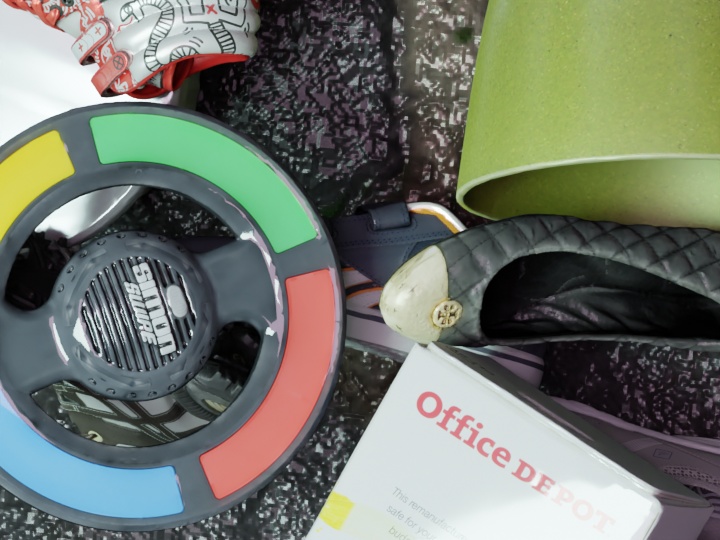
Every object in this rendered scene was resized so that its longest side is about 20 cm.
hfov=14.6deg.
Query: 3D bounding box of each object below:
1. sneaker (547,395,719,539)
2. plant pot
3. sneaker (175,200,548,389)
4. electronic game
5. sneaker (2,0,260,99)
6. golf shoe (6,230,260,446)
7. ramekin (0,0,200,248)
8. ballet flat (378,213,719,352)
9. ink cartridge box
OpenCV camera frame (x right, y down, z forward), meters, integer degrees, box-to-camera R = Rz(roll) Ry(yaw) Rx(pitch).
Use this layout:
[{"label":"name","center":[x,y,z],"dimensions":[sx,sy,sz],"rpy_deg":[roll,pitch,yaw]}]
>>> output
[{"label":"sneaker","center":[0.113,0.107,1.369],"dimensions":[0.200,0.082,0.075],"rpy_deg":[2,102,14]},{"label":"plant pot","center":[0.139,-0.131,1.318],"dimensions":[0.187,0.187,0.200],"rpy_deg":[-2,80,14]},{"label":"sneaker","center":[0.000,0.000,1.387],"dimensions":[0.200,0.078,0.079],"rpy_deg":[15,85,-12]},{"label":"electronic game","center":[-0.104,0.021,1.303],"dimensions":[0.200,0.042,0.200],"rpy_deg":[1,85,-12]},{"label":"sneaker","center":[-0.143,-0.133,1.335],"dimensions":[0.201,0.067,0.108],"rpy_deg":[-4,89,10]},{"label":"golf shoe","center":[-0.131,0.049,1.390],"dimensions":[0.094,0.200,0.078],"rpy_deg":[-42,38,29]},{"label":"ramekin","center":[-0.172,-0.104,1.426],"dimensions":[0.202,0.094,0.203],"rpy_deg":[1,94,14]},{"label":"ballet flat","center":[0.107,0.011,1.339],"dimensions":[0.200,0.057,0.067],"rpy_deg":[-3,128,-17]},{"label":"ink cartridge box","center":[0.050,0.154,1.311],"dimensions":[0.145,0.083,0.200],"rpy_deg":[33,99,24]}]
